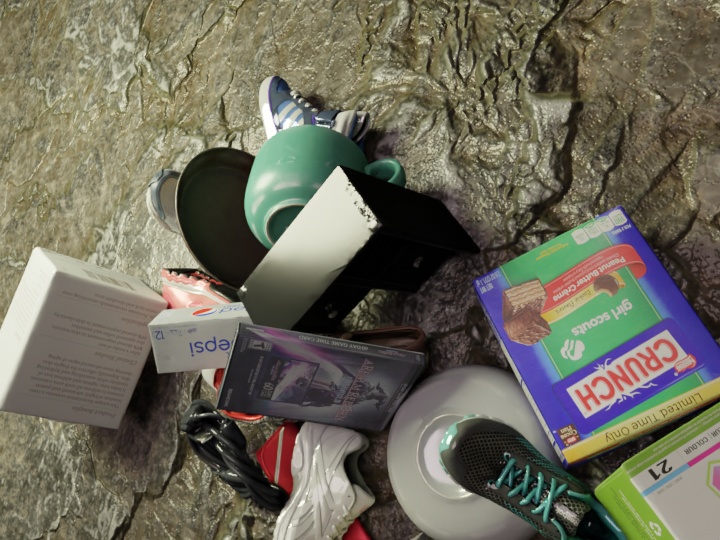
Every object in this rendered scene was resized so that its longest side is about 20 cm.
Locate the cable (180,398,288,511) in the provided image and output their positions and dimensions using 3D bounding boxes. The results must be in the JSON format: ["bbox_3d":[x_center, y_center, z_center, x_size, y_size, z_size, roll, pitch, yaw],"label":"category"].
[{"bbox_3d":[-0.157,0.229,0.790,0.163,0.200,0.051,47,63,-4],"label":"cable"}]

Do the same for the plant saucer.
[{"bbox_3d":[-0.159,-0.063,0.839,0.032,0.200,0.201,-20,66,41],"label":"plant saucer"}]

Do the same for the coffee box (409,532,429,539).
[{"bbox_3d":[-0.006,0.372,0.669,0.200,0.113,0.080,-38,73,17],"label":"coffee box"}]

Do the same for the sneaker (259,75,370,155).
[{"bbox_3d":[-0.055,-0.204,0.888,0.146,0.081,0.201,-18,65,17],"label":"sneaker"}]

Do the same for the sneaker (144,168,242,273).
[{"bbox_3d":[-0.203,-0.059,0.862,0.086,0.200,0.078,17,64,37],"label":"sneaker"}]

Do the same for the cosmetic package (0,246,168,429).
[{"bbox_3d":[-0.414,0.096,0.931,0.166,0.167,0.200,21,88,52],"label":"cosmetic package"}]

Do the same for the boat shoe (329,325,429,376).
[{"bbox_3d":[-0.021,0.097,0.736,0.199,0.072,0.072,-6,54,2],"label":"boat shoe"}]

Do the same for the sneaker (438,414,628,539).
[{"bbox_3d":[0.162,0.196,0.576,0.078,0.200,0.091,-60,16,-9],"label":"sneaker"}]

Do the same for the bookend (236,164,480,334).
[{"bbox_3d":[0.000,0.000,0.744,0.200,0.199,0.092,-47,58,23],"label":"bookend"}]

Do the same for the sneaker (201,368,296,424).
[{"bbox_3d":[-0.159,0.144,0.826,0.201,0.108,0.067,15,91,32],"label":"sneaker"}]

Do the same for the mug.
[{"bbox_3d":[-0.055,-0.092,0.784,0.185,0.152,0.115,-35,33,33],"label":"mug"}]

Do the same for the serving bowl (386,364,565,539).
[{"bbox_3d":[0.111,0.197,0.683,0.200,0.066,0.201,-8,73,27],"label":"serving bowl"}]

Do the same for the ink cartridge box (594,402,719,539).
[{"bbox_3d":[0.317,0.219,0.512,0.148,0.076,0.200,-24,60,-16],"label":"ink cartridge box"}]

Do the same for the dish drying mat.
[{"bbox_3d":[-0.059,0.282,0.786,0.077,0.018,0.200,-46,59,10],"label":"dish drying mat"}]

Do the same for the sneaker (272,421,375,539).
[{"bbox_3d":[-0.036,0.272,0.726,0.099,0.078,0.201,2,75,22],"label":"sneaker"}]

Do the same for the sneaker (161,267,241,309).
[{"bbox_3d":[-0.212,0.057,0.919,0.200,0.074,0.087,18,102,35],"label":"sneaker"}]

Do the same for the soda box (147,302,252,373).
[{"bbox_3d":[-0.158,0.081,0.815,0.199,0.063,0.068,-6,105,3],"label":"soda box"}]

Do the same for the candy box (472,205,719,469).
[{"bbox_3d":[0.229,0.066,0.628,0.169,0.077,0.200,-28,66,7],"label":"candy box"}]

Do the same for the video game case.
[{"bbox_3d":[-0.047,0.121,0.698,0.019,0.199,0.143,-91,18,-44],"label":"video game case"}]
